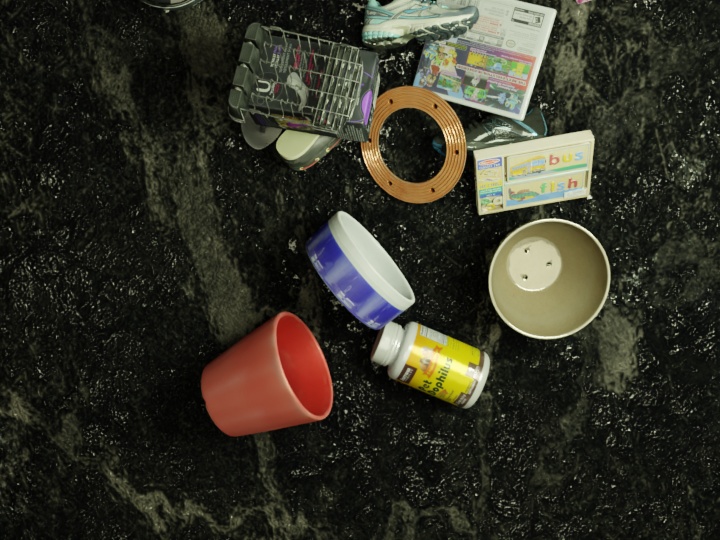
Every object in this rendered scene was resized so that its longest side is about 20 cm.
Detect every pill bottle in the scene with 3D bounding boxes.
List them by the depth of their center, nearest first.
[{"bbox_3d":[0.123,0.163,1.389,0.199,0.109,0.110,23,101,-3],"label":"pill bottle"}]

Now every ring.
[{"bbox_3d":[0.090,-0.214,1.321,0.199,0.019,0.202,13,118,26],"label":"ring"}]

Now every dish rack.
[{"bbox_3d":[-0.098,-0.289,1.180,0.199,0.055,0.155,13,85,4],"label":"dish rack"}]

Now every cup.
[{"bbox_3d":[0.311,0.002,1.333,0.199,0.143,0.202,0,101,2],"label":"cup"}]

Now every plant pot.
[{"bbox_3d":[-0.172,0.198,1.374,0.176,0.200,0.201,-24,100,16],"label":"plant pot"}]

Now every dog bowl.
[{"bbox_3d":[0.000,0.000,1.314,0.079,0.200,0.200,-40,98,12],"label":"dog bowl"}]

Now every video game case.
[{"bbox_3d":[0.204,-0.365,1.296,0.199,0.023,0.184,19,102,15],"label":"video game case"}]

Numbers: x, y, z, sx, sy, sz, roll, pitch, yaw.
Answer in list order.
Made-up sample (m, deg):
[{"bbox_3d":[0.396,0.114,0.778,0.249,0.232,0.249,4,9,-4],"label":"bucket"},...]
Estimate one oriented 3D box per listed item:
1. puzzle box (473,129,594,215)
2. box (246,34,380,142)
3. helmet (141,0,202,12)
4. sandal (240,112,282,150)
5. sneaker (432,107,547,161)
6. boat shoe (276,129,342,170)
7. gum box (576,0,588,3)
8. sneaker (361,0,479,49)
[{"bbox_3d":[0.294,-0.165,1.322,0.198,0.026,0.134,-10,138,4],"label":"puzzle box"},{"bbox_3d":[-0.076,-0.293,1.258,0.198,0.106,0.123,11,83,5],"label":"box"},{"bbox_3d":[-0.299,-0.520,1.223,0.198,0.191,0.201,0,63,0],"label":"helmet"},{"bbox_3d":[-0.144,-0.301,1.337,0.076,0.043,0.201,33,101,-5],"label":"sandal"},{"bbox_3d":[0.222,-0.236,1.335,0.198,0.073,0.083,-2,83,-2],"label":"sneaker"},{"bbox_3d":[-0.056,-0.253,1.338,0.201,0.063,0.074,-41,67,-4],"label":"boat shoe"},{"bbox_3d":[0.435,-0.523,1.260,0.199,0.066,0.114,-16,99,5],"label":"gum box"},{"bbox_3d":[0.095,-0.425,1.274,0.198,0.078,0.087,-3,90,17],"label":"sneaker"}]
